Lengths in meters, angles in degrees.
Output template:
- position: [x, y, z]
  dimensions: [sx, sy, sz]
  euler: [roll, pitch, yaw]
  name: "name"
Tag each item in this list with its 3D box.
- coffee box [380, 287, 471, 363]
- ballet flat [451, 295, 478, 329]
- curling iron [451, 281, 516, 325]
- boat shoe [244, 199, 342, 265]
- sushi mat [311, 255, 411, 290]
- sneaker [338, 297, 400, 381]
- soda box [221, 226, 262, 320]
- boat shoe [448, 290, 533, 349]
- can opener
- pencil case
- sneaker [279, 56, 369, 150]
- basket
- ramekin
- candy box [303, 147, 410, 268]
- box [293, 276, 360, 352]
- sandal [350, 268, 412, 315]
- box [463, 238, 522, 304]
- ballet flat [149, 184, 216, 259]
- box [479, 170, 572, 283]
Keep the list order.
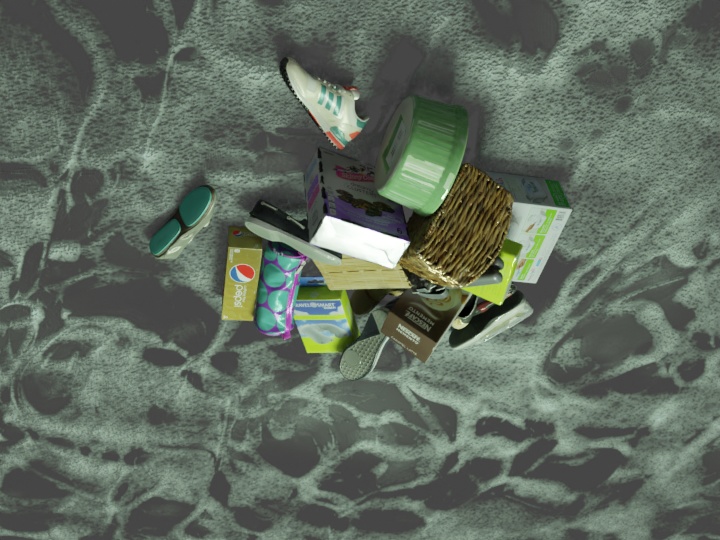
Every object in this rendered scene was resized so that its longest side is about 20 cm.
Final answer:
- position: [0.141, 0.069, 1.709]
  dimensions: [0.114, 0.200, 0.080]
  euler: [33, 143, 7]
  name: "coffee box"
- position: [0.223, 0.052, 1.824]
  dimensions: [0.066, 0.057, 0.201]
  euler: [13, 130, 2]
  name: "ballet flat"
- position: [0.258, 0.074, 1.881]
  dimensions: [0.199, 0.026, 0.050]
  euler: [-35, 108, 29]
  name: "curling iron"
- position: [-0.117, -0.073, 1.604]
  dimensions: [0.198, 0.061, 0.076]
  euler: [26, 163, 0]
  name: "boat shoe"
- position: [0.000, 0.000, 1.659]
  dimensions: [0.198, 0.012, 0.096]
  euler: [-2, 128, 35]
  name: "sushi mat"
- position: [0.043, 0.143, 1.822]
  dimensions: [0.077, 0.146, 0.203]
  euler: [42, 121, 12]
  name: "sneaker"
- position: [-0.238, 0.009, 1.710]
  dimensions: [0.067, 0.064, 0.201]
  euler: [3, 133, -11]
  name: "soda box"
- position: [0.288, 0.121, 1.896]
  dimensions: [0.201, 0.075, 0.065]
  euler: [-36, 125, 15]
  name: "boat shoe"
- position: [0.182, 0.016, 1.598]
  dimensions: [0.198, 0.054, 0.067]
  euler: [-7, 150, 35]
  name: "can opener"
- position: [-0.157, 0.031, 1.700]
  dimensions: [0.085, 0.092, 0.202]
  euler: [-22, 135, -45]
  name: "pencil case"
- position: [-0.057, -0.301, 1.455]
  dimensions: [0.093, 0.070, 0.200]
  euler: [-38, 128, 2]
  name: "sneaker"
- position: [0.172, -0.072, 1.536]
  dimensions: [0.142, 0.149, 0.201]
  euler: [32, 80, -14]
  name: "basket"
- position: [0.099, -0.204, 1.477]
  dimensions: [0.097, 0.201, 0.201]
  euler: [18, 129, -15]
  name: "ramekin"
- position: [-0.010, -0.114, 1.535]
  dimensions: [0.166, 0.201, 0.072]
  euler: [16, 129, -22]
  name: "candy box"
- position: [-0.078, 0.097, 1.814]
  dimensions: [0.121, 0.048, 0.201]
  euler: [-2, 136, 15]
  name: "box"
- position: [0.065, 0.021, 1.784]
  dimensions: [0.069, 0.078, 0.211]
  euler: [-9, 154, -49]
  name: "sandal"
- position: [0.196, -0.028, 1.622]
  dimensions: [0.198, 0.048, 0.123]
  euler: [24, 132, 16]
  name: "box"
- position: [-0.323, -0.091, 1.615]
  dimensions: [0.200, 0.068, 0.063]
  euler: [-40, 154, 27]
  name: "ballet flat"
- position: [0.292, -0.081, 1.688]
  dimensions: [0.174, 0.097, 0.201]
  euler: [5, 133, -13]
  name: "box"
